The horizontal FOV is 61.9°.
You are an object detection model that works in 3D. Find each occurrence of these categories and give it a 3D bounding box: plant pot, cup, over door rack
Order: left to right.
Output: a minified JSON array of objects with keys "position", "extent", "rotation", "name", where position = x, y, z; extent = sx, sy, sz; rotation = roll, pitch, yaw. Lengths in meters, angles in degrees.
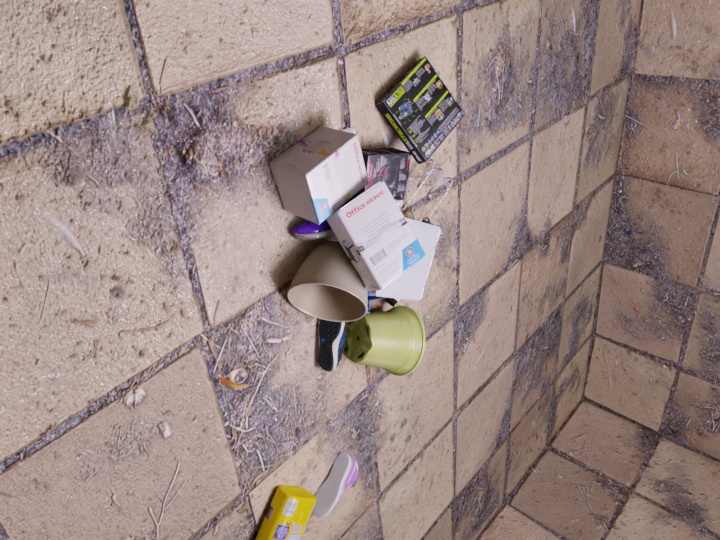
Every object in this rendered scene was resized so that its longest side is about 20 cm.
[{"position":[-0.069,0.016,1.463],"extent":[0.201,0.196,0.146],"rotation":[48,45,-50],"name":"cup"},{"position":[0.051,0.193,1.692],"extent":[0.181,0.199,0.205],"rotation":[9,100,-41],"name":"plant pot"},{"position":[0.180,-0.210,1.750],"extent":[0.147,0.066,0.204],"rotation":[25,92,-54],"name":"over door rack"}]

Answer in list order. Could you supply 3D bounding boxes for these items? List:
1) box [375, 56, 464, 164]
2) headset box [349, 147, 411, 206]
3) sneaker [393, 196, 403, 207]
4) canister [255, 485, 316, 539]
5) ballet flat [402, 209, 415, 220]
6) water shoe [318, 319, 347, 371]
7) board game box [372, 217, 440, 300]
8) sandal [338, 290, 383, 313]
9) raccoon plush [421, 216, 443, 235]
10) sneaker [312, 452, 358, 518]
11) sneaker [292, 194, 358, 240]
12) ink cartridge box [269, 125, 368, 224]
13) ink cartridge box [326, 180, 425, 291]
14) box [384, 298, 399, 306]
[{"position":[0.161,-0.419,1.572],"extent":[0.194,0.047,0.201],"rotation":[47,65,-17],"name":"box"},{"position":[0.037,-0.233,1.547],"extent":[0.198,0.074,0.153],"rotation":[-16,119,-47],"name":"headset box"},{"position":[0.062,-0.103,1.535],"extent":[0.069,0.095,0.200],"rotation":[-16,158,-45],"name":"sneaker"},{"position":[-0.214,0.713,1.672],"extent":[0.148,0.085,0.204],"rotation":[33,79,-53],"name":"canister"},{"position":[0.094,-0.121,1.636],"extent":[0.062,0.200,0.070],"rotation":[-20,82,-12],"name":"ballet flat"},{"position":[-0.073,0.171,1.621],"extent":[0.079,0.070,0.205],"rotation":[-35,141,-61],"name":"water shoe"},{"position":[0.117,-0.029,1.542],"extent":[0.198,0.026,0.205],"rotation":[8,99,-49],"name":"board game box"},{"position":[0.039,0.039,1.561],"extent":[0.200,0.087,0.080],"rotation":[-43,159,-1],"name":"sandal"},{"position":[0.165,-0.076,1.742],"extent":[0.135,0.096,0.200],"rotation":[-50,-178,-7],"name":"raccoon plush"},{"position":[-0.066,0.676,1.854],"extent":[0.203,0.072,0.115],"rotation":[-57,145,-16],"name":"sneaker"},{"position":[-0.079,-0.135,1.447],"extent":[0.196,0.069,0.102],"rotation":[-15,92,-22],"name":"sneaker"},{"position":[-0.082,-0.226,1.358],"extent":[0.200,0.124,0.131],"rotation":[-42,136,-31],"name":"ink cartridge box"},{"position":[0.036,-0.078,1.386],"extent":[0.145,0.086,0.203],"rotation":[-34,97,-22],"name":"ink cartridge box"},{"position":[0.117,0.043,1.711],"extent":[0.111,0.034,0.200],"rotation":[-55,176,-6],"name":"box"}]
